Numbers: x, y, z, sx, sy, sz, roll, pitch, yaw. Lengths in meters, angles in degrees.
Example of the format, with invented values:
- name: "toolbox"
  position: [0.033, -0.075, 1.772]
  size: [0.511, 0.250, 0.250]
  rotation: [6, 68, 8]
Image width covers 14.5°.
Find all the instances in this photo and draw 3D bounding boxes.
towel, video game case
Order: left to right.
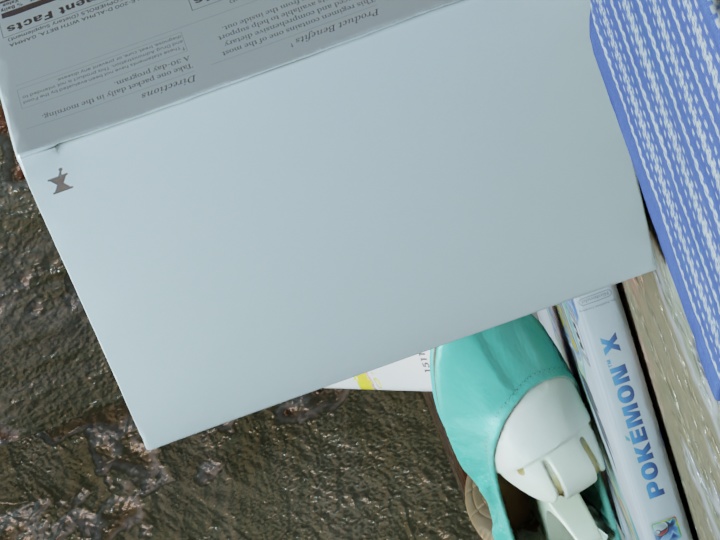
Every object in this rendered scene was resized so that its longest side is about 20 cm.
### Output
- name: "video game case"
  position: [0.107, 0.046, 1.293]
  size: [0.200, 0.022, 0.182]
  rotation: [-114, 4, -68]
- name: "towel"
  position: [0.089, -0.058, 0.764]
  size: [0.200, 0.024, 0.145]
  rotation: [78, 175, -66]

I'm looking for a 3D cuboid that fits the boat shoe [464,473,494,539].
- name: "boat shoe"
  position: [0.110, 0.153, 1.595]
  size: [0.065, 0.072, 0.200]
  rotation: [57, -173, -28]

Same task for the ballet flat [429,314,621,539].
- name: "ballet flat"
  position: [0.086, 0.092, 1.283]
  size: [0.070, 0.067, 0.200]
  rotation: [37, 156, 41]

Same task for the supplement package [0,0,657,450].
- name: "supplement package"
  position: [-0.014, -0.053, 1.002]
  size: [0.111, 0.200, 0.156]
  rotation: [-110, 1, -45]

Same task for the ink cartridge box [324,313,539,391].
- name: "ink cartridge box"
  position: [0.000, 0.000, 1.507]
  size: [0.200, 0.067, 0.117]
  rotation: [-1, 116, 43]

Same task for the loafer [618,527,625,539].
- name: "loafer"
  position: [0.097, 0.101, 1.547]
  size: [0.200, 0.063, 0.072]
  rotation: [-112, 2, -57]
